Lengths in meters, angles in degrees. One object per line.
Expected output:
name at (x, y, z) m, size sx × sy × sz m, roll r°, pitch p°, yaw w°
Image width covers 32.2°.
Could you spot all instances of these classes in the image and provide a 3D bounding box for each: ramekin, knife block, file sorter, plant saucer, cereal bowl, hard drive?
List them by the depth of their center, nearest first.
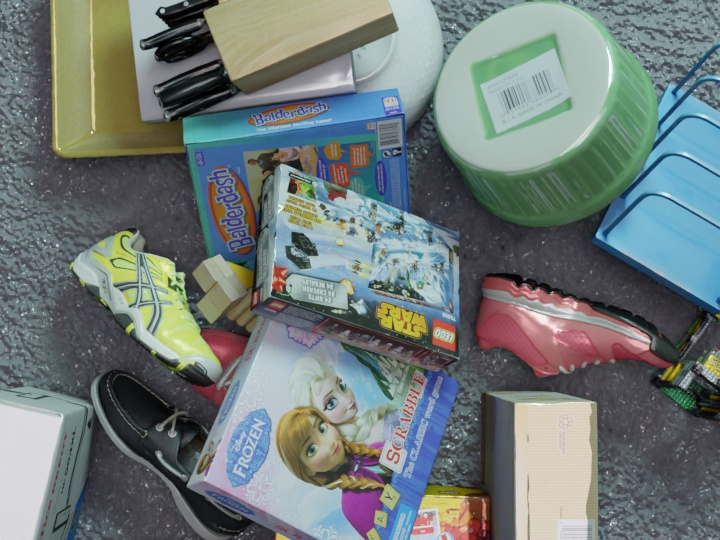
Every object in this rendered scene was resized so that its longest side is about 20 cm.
knife block at (-0.088, -0.192, 1.105) m, size 0.200 × 0.064 × 0.176 m, roll 23°, pitch 91°, yaw 7°
ramekin at (0.165, -0.150, 1.154) m, size 0.200 × 0.098 × 0.200 m, roll -11°, pitch 66°, yaw 25°
hard drive at (-0.110, -0.215, 1.154) m, size 0.200 × 0.025 × 0.132 m, roll -7°, pitch 87°, yaw 7°
file sorter at (0.334, -0.091, 1.163) m, size 0.139 × 0.123 × 0.200 m, roll 31°, pitch 65°, yaw -1°
plant saucer at (-0.194, -0.208, 1.201) m, size 0.200 × 0.048 × 0.200 m, roll -2°, pitch 88°, yaw 6°
cereal bowl at (-0.015, -0.218, 1.204) m, size 0.200 × 0.083 × 0.200 m, roll 0°, pitch 87°, yaw -4°

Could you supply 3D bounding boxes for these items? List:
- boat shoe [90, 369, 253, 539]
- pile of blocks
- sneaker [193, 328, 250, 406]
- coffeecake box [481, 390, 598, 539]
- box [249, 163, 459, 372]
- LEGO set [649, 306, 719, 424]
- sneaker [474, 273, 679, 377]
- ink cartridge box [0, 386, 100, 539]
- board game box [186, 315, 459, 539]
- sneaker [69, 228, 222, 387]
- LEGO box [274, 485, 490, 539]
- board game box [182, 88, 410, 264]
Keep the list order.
boat shoe at (-0.169, 0.165, 1.175) m, size 0.200 × 0.076 × 0.060 m, roll 47°, pitch 126°, yaw -8°
pile of blocks at (-0.073, 0.038, 1.187) m, size 0.200 × 0.062 × 0.082 m, roll 27°, pitch 48°, yaw -21°
sneaker at (-0.086, 0.119, 1.173) m, size 0.200 × 0.087 × 0.074 m, roll 36°, pitch 85°, yaw 0°
coffeecake box at (0.158, 0.190, 1.131) m, size 0.073 × 0.200 × 0.154 m, roll 0°, pitch 87°, yaw -3°
box at (0.000, 0.000, 1.130) m, size 0.200 × 0.040 × 0.137 m, roll 20°, pitch 55°, yaw -27°
LEGO set at (0.382, 0.105, 1.187) m, size 0.154 × 0.116 × 0.200 m, roll -44°, pitch 90°, yaw -4°
sneaker at (0.204, 0.068, 1.205) m, size 0.200 × 0.074 × 0.087 m, roll 19°, pitch 99°, yaw 15°
ink cartridge box at (-0.299, 0.184, 1.110) m, size 0.084 × 0.200 × 0.146 m, roll 13°, pitch 87°, yaw -2°
board game box at (-0.026, 0.143, 1.107) m, size 0.199 × 0.041 × 0.200 m, roll 30°, pitch 61°, yaw -19°
sneaker at (-0.190, 0.029, 1.156) m, size 0.076 × 0.075 × 0.200 m, roll -44°, pitch 62°, yaw -8°
LEGO box at (0.017, 0.280, 1.181) m, size 0.200 × 0.077 × 0.149 m, roll 2°, pitch 86°, yaw -3°
board game box at (-0.056, -0.084, 1.169) m, size 0.200 × 0.152 × 0.045 m, roll -8°, pitch 43°, yaw -4°
